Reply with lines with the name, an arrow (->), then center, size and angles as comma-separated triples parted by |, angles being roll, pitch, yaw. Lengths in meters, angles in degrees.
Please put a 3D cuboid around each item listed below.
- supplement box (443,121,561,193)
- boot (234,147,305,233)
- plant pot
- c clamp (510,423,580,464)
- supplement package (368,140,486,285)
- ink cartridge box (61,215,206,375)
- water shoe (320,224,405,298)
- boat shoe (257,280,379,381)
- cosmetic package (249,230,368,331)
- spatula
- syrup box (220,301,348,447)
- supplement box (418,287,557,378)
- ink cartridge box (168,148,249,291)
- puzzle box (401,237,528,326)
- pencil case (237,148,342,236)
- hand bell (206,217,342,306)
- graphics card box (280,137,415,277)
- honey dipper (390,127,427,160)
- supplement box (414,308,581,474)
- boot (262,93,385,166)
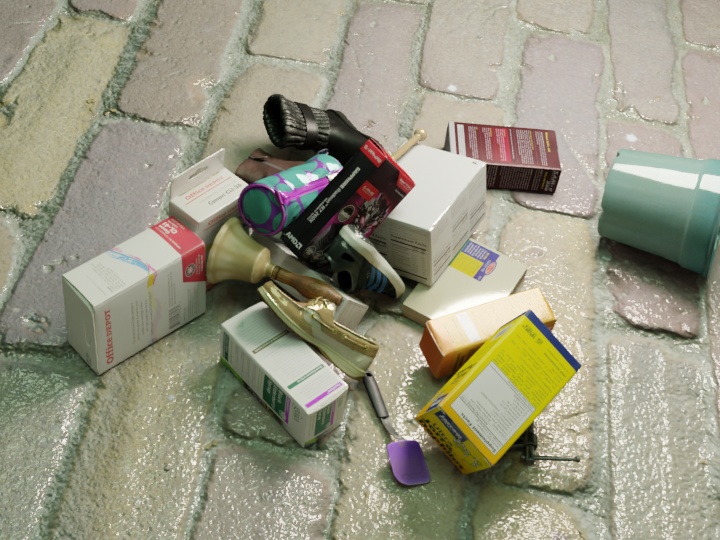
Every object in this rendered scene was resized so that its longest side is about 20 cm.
supplement box -> 0.250, -0.201, 2.004 | 0.196, 0.061, 0.110 | 5, 46, -3
boot -> -0.136, -0.121, 1.861 | 0.164, 0.073, 0.201 | 21, 37, 9
plant pot -> 0.505, -0.108, 1.874 | 0.193, 0.202, 0.201 | 16, 45, 18
c clamp -> 0.220, 0.198, 1.646 | 0.168, 0.027, 0.202 | -1, 48, -2
supplement package -> 0.093, -0.097, 1.827 | 0.154, 0.112, 0.200 | 18, 45, 25
ink cartridge box -> -0.323, 0.034, 1.631 | 0.199, 0.149, 0.085 | -30, 56, -33
water shoe -> 0.000, 0.000, 1.712 | 0.079, 0.200, 0.072 | -43, 53, 0
boat shoe -> -0.059, 0.073, 1.619 | 0.199, 0.067, 0.074 | 40, 2, -15
cosmetic package -> -0.087, 0.015, 1.727 | 0.199, 0.082, 0.051 | 36, 94, 25
spatula -> 0.041, 0.217, 1.597 | 0.056, 0.021, 0.201 | -2, 43, -28
syrup box -> -0.110, 0.146, 1.603 | 0.081, 0.079, 0.200 | -29, 57, -30
supplement box -> 0.190, 0.091, 1.677 | 0.197, 0.067, 0.069 | -18, 57, -20
ink cartridge box -> -0.227, -0.072, 1.709 | 0.067, 0.202, 0.116 | 34, 51, 24
puzzle box -> 0.168, 0.031, 1.794 | 0.132, 0.026, 0.200 | 27, 48, 17
pencil case -> -0.097, -0.118, 1.717 | 0.199, 0.092, 0.086 | -33, 100, -53
hand bell -> -0.117, 0.007, 1.662 | 0.197, 0.105, 0.105 | 23, 47, 14
graphics card box -> -0.017, -0.090, 1.687 | 0.200, 0.125, 0.051 | -46, 63, 6
honey dipper -> 0.050, -0.180, 1.815 | 0.038, 0.038, 0.200 | 29, 49, 19
supplement box -> 0.188, 0.168, 1.555 | 0.200, 0.110, 0.109 | -43, 89, -22
boot -> -0.065, -0.219, 1.923 | 0.156, 0.080, 0.211 | 8, 26, -44
